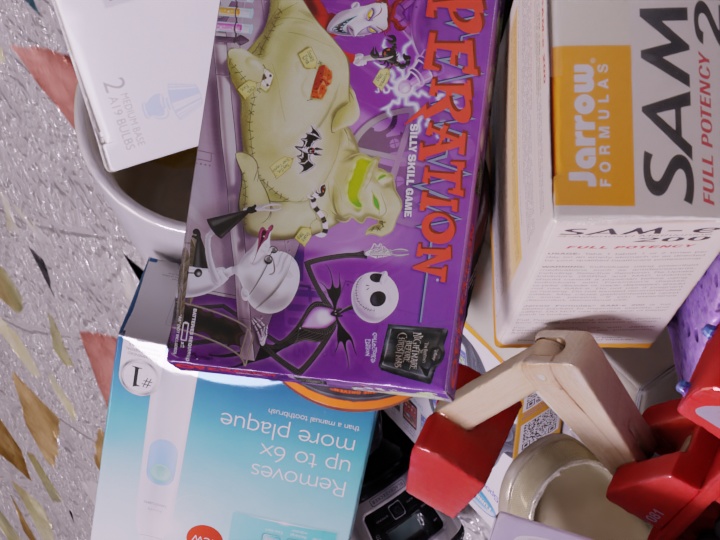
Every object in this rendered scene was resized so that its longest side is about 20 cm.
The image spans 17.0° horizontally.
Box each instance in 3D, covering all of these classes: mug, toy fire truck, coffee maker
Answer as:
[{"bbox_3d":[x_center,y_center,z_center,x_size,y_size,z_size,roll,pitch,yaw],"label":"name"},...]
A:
[{"bbox_3d":[-0.075,-0.077,1.377,0.148,0.188,0.153,19,159,7],"label":"mug"},{"bbox_3d":[0.108,0.064,0.993,0.140,0.049,0.200,30,147,0],"label":"toy fire truck"},{"bbox_3d":[-0.037,0.097,1.506,0.201,0.134,0.192,66,175,-12],"label":"coffee maker"}]

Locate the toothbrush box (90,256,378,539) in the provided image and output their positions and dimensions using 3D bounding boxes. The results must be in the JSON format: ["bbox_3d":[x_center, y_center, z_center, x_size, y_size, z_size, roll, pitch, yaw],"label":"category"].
[{"bbox_3d":[-0.070,0.110,1.352,0.145,0.085,0.201,13,123,1],"label":"toothbrush box"}]

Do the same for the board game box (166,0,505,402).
[{"bbox_3d":[-0.007,-0.053,0.993,0.032,0.119,0.202,58,-142,-77],"label":"board game box"}]

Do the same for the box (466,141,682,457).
[{"bbox_3d":[0.090,0.000,1.160,0.200,0.068,0.082,46,155,28],"label":"box"}]

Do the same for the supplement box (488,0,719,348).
[{"bbox_3d":[0.097,-0.051,0.956,0.200,0.073,0.127,101,169,-75],"label":"supplement box"}]

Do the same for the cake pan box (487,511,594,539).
[{"bbox_3d":[0.154,0.167,1.027,0.199,0.053,0.184,16,170,17],"label":"cake pan box"}]

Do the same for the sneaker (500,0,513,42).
[{"bbox_3d":[0.032,-0.152,1.092,0.200,0.076,0.091,44,160,37],"label":"sneaker"}]

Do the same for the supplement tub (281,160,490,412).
[{"bbox_3d":[0.000,0.000,1.106,0.107,0.107,0.200,52,164,17],"label":"supplement tub"}]

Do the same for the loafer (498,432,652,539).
[{"bbox_3d":[0.141,0.171,1.271,0.068,0.076,0.201,16,142,58],"label":"loafer"}]

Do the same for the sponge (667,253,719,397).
[{"bbox_3d":[0.149,-0.042,0.961,0.201,0.030,0.112,95,171,-57],"label":"sponge"}]

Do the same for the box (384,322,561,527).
[{"bbox_3d":[0.060,0.062,1.343,0.119,0.041,0.201,46,153,29],"label":"box"}]

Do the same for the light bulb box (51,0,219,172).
[{"bbox_3d":[-0.102,-0.190,1.171,0.200,0.124,0.199,-108,1,-58],"label":"light bulb box"}]
